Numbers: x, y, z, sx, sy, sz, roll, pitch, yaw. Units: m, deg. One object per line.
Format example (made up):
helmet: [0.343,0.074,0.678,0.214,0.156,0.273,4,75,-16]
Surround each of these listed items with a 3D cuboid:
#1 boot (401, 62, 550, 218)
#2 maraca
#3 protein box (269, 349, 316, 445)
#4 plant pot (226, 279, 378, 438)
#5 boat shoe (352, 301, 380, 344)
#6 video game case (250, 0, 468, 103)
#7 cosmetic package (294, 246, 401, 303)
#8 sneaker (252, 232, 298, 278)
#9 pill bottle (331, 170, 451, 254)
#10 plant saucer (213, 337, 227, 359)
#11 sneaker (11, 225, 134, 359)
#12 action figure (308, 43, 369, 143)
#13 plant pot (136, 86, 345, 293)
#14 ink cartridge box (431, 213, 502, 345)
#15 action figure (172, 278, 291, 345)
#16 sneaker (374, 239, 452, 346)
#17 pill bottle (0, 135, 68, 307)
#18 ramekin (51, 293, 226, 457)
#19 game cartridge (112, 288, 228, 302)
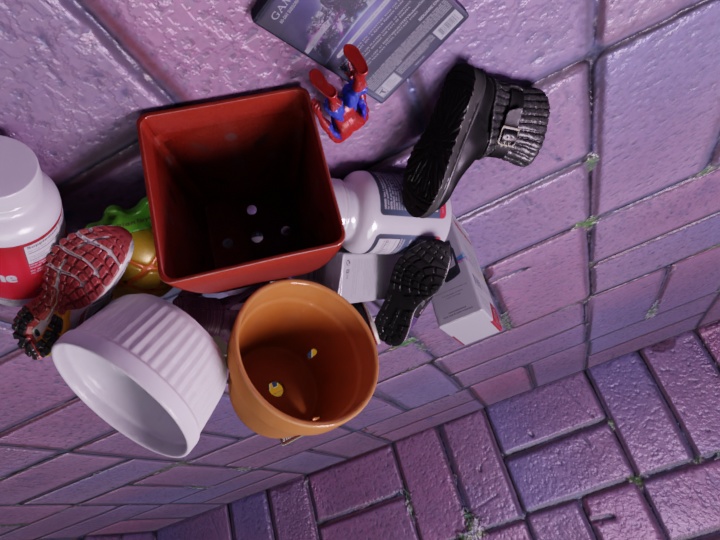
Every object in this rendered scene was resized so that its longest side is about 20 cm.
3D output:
boot: [0.160,-0.158,0.719,0.156,0.080,0.213,6,120,-36]
maraca: [-0.301,-0.026,0.715,0.136,0.108,0.201,-25,157,-30]
protein box: [-0.130,0.217,1.038,0.133,0.202,0.199,-24,167,-13]
plant pot: [-0.093,0.134,0.708,0.197,0.202,0.140,3,145,-32]
boat shoe: [-0.022,0.080,0.874,0.062,0.200,0.072,-19,110,-13]
video game case: [0.005,-0.269,0.558,0.198,0.019,0.142,16,137,-44]
cosmetic package: [0.000,0.000,0.877,0.112,0.083,0.198,15,-169,43]
sneaker: [-0.113,-0.004,0.895,0.198,0.078,0.076,5,143,-39]
pill bottle: [0.025,-0.085,0.785,0.197,0.121,0.120,0,147,-29]
plant saucer: [-0.266,0.155,1.136,0.197,0.032,0.201,-14,151,-8]
sneaker: [-0.341,0.018,0.646,0.200,0.078,0.082,-43,180,18]
action figure: [-0.020,-0.188,0.594,0.065,0.052,0.200,-41,177,-1]
plant pot: [-0.139,-0.073,0.656,0.197,0.203,0.177,-12,163,-9]
ink cartridge box: [0.173,0.015,0.961,0.082,0.203,0.145,-24,151,19]
action figure: [-0.209,0.072,0.759,0.197,0.136,0.149,4,155,-34]
sneaker: [0.087,0.022,0.829,0.087,0.075,0.201,-38,161,-52]
pill bottle: [-0.402,-0.052,0.608,0.110,0.114,0.201,-4,149,-24]
ramekin: [-0.259,0.122,0.648,0.197,0.105,0.202,18,136,18]
game cartridge: [-0.343,0.050,0.910,0.197,0.039,0.130,-22,147,9]
